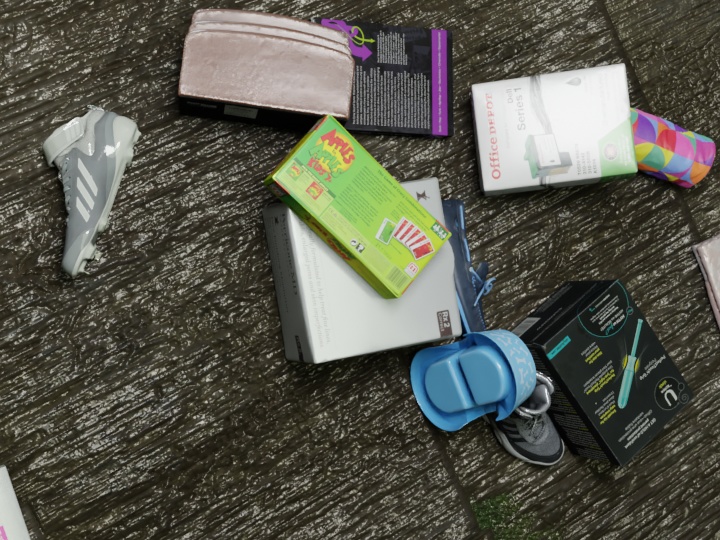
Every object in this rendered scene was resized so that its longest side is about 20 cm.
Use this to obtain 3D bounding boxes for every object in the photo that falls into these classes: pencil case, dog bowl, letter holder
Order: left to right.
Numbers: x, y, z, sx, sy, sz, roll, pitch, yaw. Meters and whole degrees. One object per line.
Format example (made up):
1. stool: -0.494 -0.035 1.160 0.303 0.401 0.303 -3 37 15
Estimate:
1. letter holder: -0.110 -0.253 1.238 0.200 0.101 0.142 7 85 -8
2. dog bowl: 0.143 0.134 1.291 0.050 0.200 0.112 -18 84 -35
3. pencil case: 0.401 -0.186 1.452 0.200 0.088 0.088 21 81 -19

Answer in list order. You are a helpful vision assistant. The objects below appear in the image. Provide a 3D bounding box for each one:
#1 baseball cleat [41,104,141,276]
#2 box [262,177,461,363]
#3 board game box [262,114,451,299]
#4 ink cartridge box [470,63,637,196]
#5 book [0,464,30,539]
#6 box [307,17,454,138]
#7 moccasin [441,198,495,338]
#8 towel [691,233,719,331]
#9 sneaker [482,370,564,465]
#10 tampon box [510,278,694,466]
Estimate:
1. baseball cleat: -0.330 -0.096 1.198 0.106 0.070 0.200 21 72 -11
2. box: 0.000 0.000 1.273 0.200 0.131 0.199 -10 91 -20
3. board game box: -0.003 -0.071 1.181 0.200 0.048 0.102 44 74 -12
4. ink cartridge box: 0.250 -0.182 1.353 0.200 0.084 0.146 -7 90 7
5. book: -0.433 0.337 1.154 0.134 0.048 0.200 -20 93 -23
6. box: 0.026 -0.249 1.342 0.200 0.036 0.143 1 87 -21
7. moccasin: 0.139 0.002 1.348 0.068 0.080 0.200 -19 96 -8
8. towel: 0.604 0.016 1.545 0.200 0.032 0.191 -23 95 -20
9. sneaker: 0.220 0.190 1.349 0.200 0.114 0.075 47 70 -18
10. tampon box: 0.316 0.134 1.385 0.150 0.126 0.200 -38 101 -17
